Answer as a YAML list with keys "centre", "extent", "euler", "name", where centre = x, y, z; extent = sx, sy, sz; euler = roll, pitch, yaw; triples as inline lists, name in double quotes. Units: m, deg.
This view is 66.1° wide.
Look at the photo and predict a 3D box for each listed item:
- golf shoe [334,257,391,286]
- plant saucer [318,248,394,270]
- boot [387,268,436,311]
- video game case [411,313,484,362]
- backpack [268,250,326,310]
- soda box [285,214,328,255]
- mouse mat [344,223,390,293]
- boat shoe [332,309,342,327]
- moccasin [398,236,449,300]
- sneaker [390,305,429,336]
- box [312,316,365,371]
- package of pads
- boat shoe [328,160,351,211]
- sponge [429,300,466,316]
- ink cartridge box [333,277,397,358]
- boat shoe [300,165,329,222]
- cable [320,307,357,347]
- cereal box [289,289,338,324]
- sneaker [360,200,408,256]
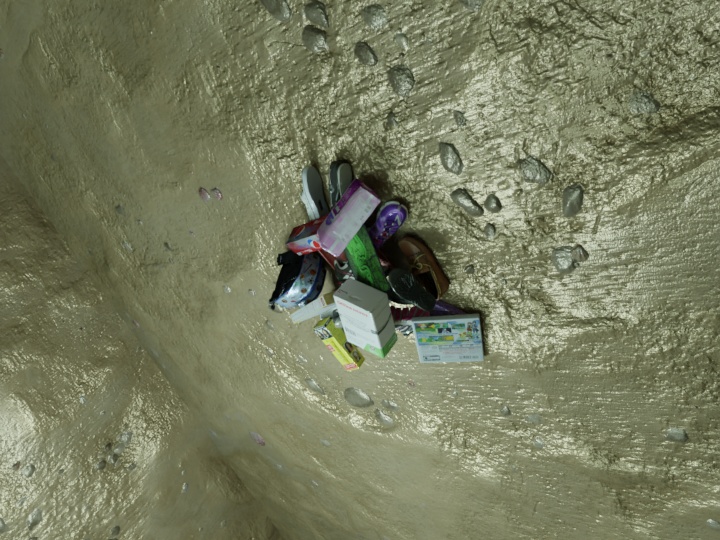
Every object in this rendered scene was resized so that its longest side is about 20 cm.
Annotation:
- centre: [0.000, 0.000, 1.646]
  extent: [0.197, 0.077, 0.089]
  euler: [-7, 112, 36]
  name: "golf shoe"
- centre: [-0.010, -0.045, 1.695]
  extent: [0.200, 0.037, 0.199]
  euler: [50, 133, -7]
  name: "plant saucer"
- centre: [0.112, 0.050, 1.596]
  extent: [0.182, 0.073, 0.200]
  euler: [44, 173, -22]
  name: "boot"
- centre: [0.261, 0.204, 1.641]
  extent: [0.196, 0.022, 0.184]
  euler: [-4, 129, 15]
  name: "video game case"
- centre: [-0.197, 0.026, 1.811]
  extent: [0.152, 0.203, 0.190]
  euler: [18, 149, -21]
  name: "backpack"
- centre: [-0.143, -0.104, 1.669]
  extent: [0.063, 0.071, 0.198]
  euler: [38, 152, -27]
  name: "soda box"
- centre: [0.008, -0.025, 1.558]
  extent: [0.160, 0.007, 0.203]
  euler: [-20, 91, 59]
  name: "mouse mat"
- centre: [-0.001, 0.115, 1.760]
  extent: [0.058, 0.197, 0.067]
  euler: [69, -171, 27]
  name: "boat shoe"
- centre: [0.171, -0.006, 1.557]
  extent: [0.073, 0.078, 0.203]
  euler: [-16, 113, 46]
  name: "moccasin"
- centre: [0.118, 0.158, 1.691]
  extent: [0.196, 0.075, 0.088]
  euler: [-1, 135, 17]
  name: "sneaker"
- centre: [-0.073, 0.252, 1.896]
  extent: [0.075, 0.050, 0.201]
  euler: [-21, 113, 47]
  name: "box"
- centre: [-0.037, -0.144, 1.501]
  extent: [0.075, 0.121, 0.201]
  euler: [34, 101, -22]
  name: "package of pads"
- centre: [-0.057, -0.213, 1.575]
  extent: [0.057, 0.066, 0.204]
  euler: [29, 128, 43]
  name: "boat shoe"
- centre: [0.253, 0.182, 1.688]
  extent: [0.110, 0.030, 0.202]
  euler: [25, 136, 21]
  name: "sponge"
- centre: [0.016, 0.137, 1.594]
  extent: [0.144, 0.084, 0.202]
  euler: [22, 143, 33]
  name: "ink cartridge box"
- centre: [-0.148, -0.219, 1.650]
  extent: [0.069, 0.071, 0.202]
  euler: [9, 136, 30]
  name: "boat shoe"
- centre: [-0.047, 0.172, 1.893]
  extent: [0.198, 0.069, 0.202]
  euler: [32, 141, 14]
  name: "cable"
- centre: [-0.116, 0.107, 1.755]
  extent: [0.199, 0.143, 0.040]
  euler: [-31, 80, 45]
  name: "cereal box"
- centre: [0.064, -0.106, 1.535]
  extent: [0.080, 0.084, 0.201]
  euler: [28, 128, -13]
  name: "sneaker"
